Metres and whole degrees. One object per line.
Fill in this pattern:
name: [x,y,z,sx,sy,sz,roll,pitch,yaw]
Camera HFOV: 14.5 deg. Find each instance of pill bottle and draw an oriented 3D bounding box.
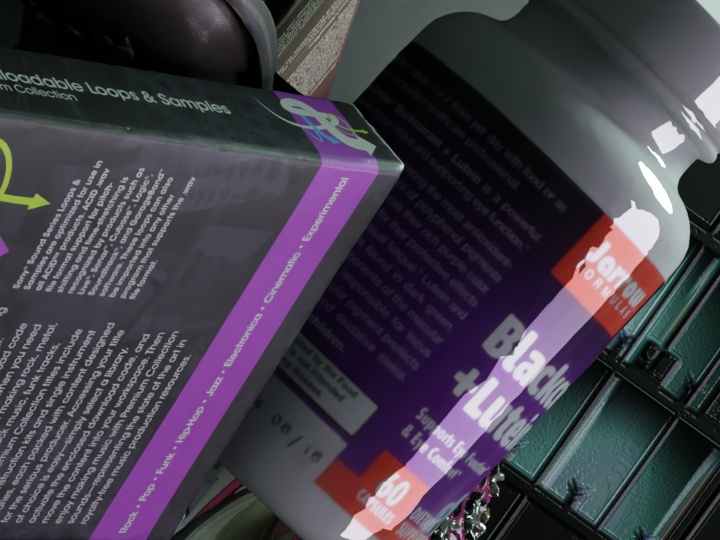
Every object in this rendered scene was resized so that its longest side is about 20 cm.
pill bottle: [0.033,-0.009,0.890,0.200,0.111,0.111,-47,176,1]

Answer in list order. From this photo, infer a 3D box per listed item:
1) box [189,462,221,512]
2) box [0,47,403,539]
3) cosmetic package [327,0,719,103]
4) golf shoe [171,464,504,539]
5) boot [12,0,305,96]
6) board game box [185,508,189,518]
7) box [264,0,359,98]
box: [-0.027,0.126,1.184,0.113,0.101,0.201,-51,166,-40]
box: [-0.099,0.008,0.744,0.199,0.036,0.143,6,126,-46]
cosmetic package: [0.051,-0.104,1.197,0.199,0.123,0.200,-32,-176,18]
golf shoe: [-0.013,0.079,1.024,0.200,0.092,0.073,-32,122,-58]
boot: [-0.099,-0.016,0.790,0.174,0.069,0.200,-44,146,-6]
board game box: [-0.134,0.183,1.032,0.200,0.056,0.196,-53,157,-36]
box: [-0.053,-0.082,0.980,0.100,0.075,0.200,-53,173,-21]
